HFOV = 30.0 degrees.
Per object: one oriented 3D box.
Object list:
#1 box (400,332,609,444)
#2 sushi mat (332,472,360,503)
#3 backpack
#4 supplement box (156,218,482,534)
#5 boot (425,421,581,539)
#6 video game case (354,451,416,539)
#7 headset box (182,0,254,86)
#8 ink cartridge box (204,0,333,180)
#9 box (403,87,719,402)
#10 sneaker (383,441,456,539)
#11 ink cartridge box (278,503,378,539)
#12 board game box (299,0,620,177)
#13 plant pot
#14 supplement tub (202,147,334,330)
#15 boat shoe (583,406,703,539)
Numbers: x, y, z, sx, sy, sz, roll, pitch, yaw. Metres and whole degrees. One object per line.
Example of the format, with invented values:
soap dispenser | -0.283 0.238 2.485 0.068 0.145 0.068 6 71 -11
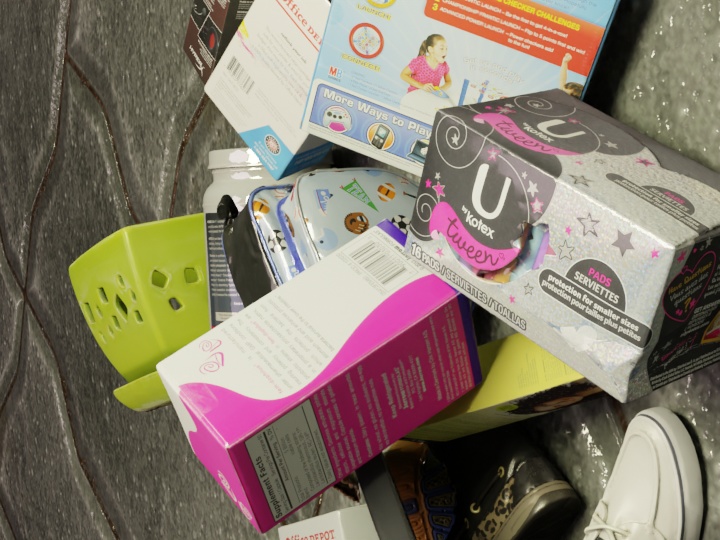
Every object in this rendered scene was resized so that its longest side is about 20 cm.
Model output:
box | 0.105 0.084 1.005 0.199 0.075 0.051 -22 66 41
sushi mat | -0.040 0.143 1.083 0.012 0.095 0.200 -57 1 -1
backpack | 0.000 0.000 1.131 0.154 0.189 0.202 -35 68 50
supplement box | -0.025 0.071 0.941 0.101 0.199 0.104 41 155 42
boot | 0.088 0.183 1.112 0.200 0.073 0.151 -58 46 41
video game case | 0.022 0.186 1.040 0.181 0.025 0.201 71 177 -55
headset box | -0.070 -0.273 1.261 0.075 0.148 0.201 57 139 39
ink cartridge box | -0.044 -0.189 1.168 0.115 0.068 0.200 51 134 12
box | 0.147 -0.026 0.877 0.200 0.132 0.116 35 125 36
sneaker | 0.041 0.157 1.217 0.088 0.075 0.202 112 146 -73
ink cartridge box | -0.001 0.328 1.280 0.146 0.082 0.202 -32 66 58
board game box | 0.073 -0.163 0.989 0.056 0.199 0.197 -56 -14 -57
plant pot | -0.181 0.045 1.463 0.199 0.199 0.183 -25 80 59
supplement tub | -0.084 -0.019 1.326 0.140 0.139 0.202 3 97 61
boat shoe | 0.187 0.195 0.944 0.072 0.065 0.202 34 123 55
